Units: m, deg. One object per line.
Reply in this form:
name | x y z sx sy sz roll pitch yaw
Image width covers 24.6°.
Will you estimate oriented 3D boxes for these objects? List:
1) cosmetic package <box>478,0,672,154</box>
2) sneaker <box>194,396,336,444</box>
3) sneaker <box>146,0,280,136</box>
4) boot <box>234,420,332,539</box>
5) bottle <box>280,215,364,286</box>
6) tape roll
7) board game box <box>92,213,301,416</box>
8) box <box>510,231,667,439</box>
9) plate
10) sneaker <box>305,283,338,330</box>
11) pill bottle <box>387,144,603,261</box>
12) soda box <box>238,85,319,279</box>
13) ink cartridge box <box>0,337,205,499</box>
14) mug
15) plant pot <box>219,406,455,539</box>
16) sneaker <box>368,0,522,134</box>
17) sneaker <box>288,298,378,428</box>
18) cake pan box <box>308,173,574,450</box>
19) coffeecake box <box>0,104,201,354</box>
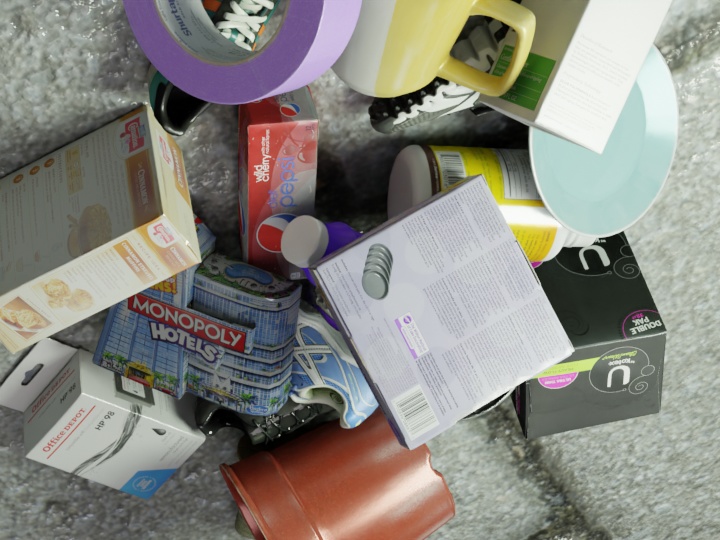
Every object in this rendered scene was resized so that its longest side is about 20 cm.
cosmetic package | 0.197 -0.216 1.438 0.084 0.107 0.202 20 95 -29
sneaker | -0.082 0.141 1.739 0.198 0.091 0.076 -5 138 16
sneaker | -0.118 -0.199 1.442 0.071 0.080 0.200 20 125 -30
boot | -0.046 0.249 1.896 0.197 0.073 0.156 -1 133 -8
bottle | 0.000 0.000 1.603 0.199 0.083 0.066 27 88 -51
tape roll | -0.098 -0.239 1.334 0.201 0.200 0.065 -52 166 31
board game box | -0.161 0.033 1.609 0.198 0.062 0.202 20 129 16
box | 0.211 0.047 1.679 0.147 0.201 0.125 -10 135 -4
plate | 0.227 -0.133 1.574 0.198 0.025 0.203 -8 104 -37
sneaker | 0.002 0.083 1.752 0.199 0.070 0.099 31 125 -34
pill bottle | 0.133 -0.065 1.618 0.198 0.110 0.110 2 133 -16
soda box | -0.081 -0.082 1.577 0.069 0.064 0.201 -5 133 -10
ink cartridge box | -0.279 0.159 1.751 0.199 0.067 0.116 25 123 -33
mug | 0.037 -0.218 1.408 0.148 0.187 0.154 -19 148 -27
plant pot | -0.017 0.244 1.741 0.194 0.201 0.202 -29 136 -10
sneaker | 0.103 -0.174 1.536 0.199 0.067 0.091 -33 130 13
sneaker | -0.061 0.084 1.673 0.199 0.077 0.076 30 155 12
cake pan box | 0.076 0.040 1.519 0.183 0.052 0.201 -30 95 -8
coffeecake box | -0.255 -0.039 1.508 0.198 0.154 0.073 -25 135 10
